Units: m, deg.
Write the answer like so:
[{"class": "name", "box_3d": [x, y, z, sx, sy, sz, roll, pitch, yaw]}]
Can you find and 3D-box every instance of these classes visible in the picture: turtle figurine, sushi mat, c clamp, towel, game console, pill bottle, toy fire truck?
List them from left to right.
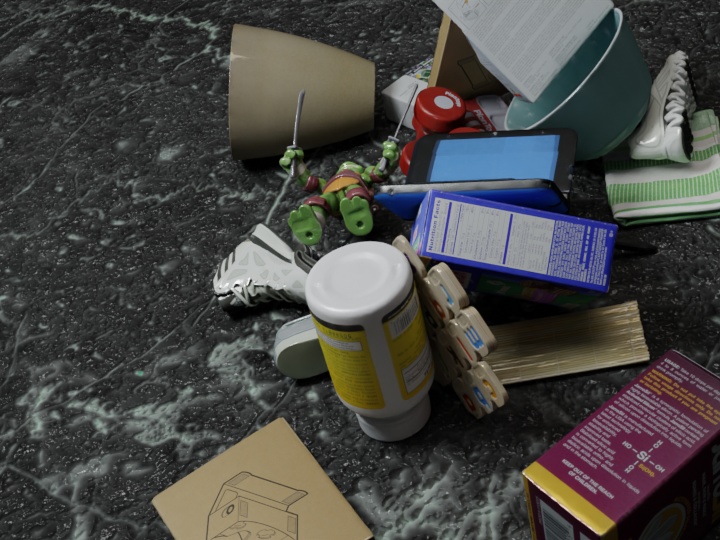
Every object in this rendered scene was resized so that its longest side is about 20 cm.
[{"class": "turtle figurine", "box_3d": [-0.029, -0.128, 1.504, 0.142, 0.202, 0.195, 18, 30, -4]}, {"class": "c clamp", "box_3d": [0.000, 0.000, 1.423, 0.198, 0.027, 0.170, 7, 18, -40]}, {"class": "pill bottle", "box_3d": [0.016, 0.079, 1.268, 0.110, 0.202, 0.112, -9, 39, 8]}, {"class": "game console", "box_3d": [0.131, -0.120, 1.365, 0.197, 0.170, 0.120, -1, 80, 19]}, {"class": "toy fire truck", "box_3d": [0.154, -0.150, 1.564, 0.166, 0.113, 0.201, -11, 49, -24]}, {"class": "sushi mat", "box_3d": [0.212, 0.081, 1.347, 0.197, 0.012, 0.096, -10, 40, 7]}, {"class": "towel", "box_3d": [0.378, -0.129, 1.529, 0.150, 0.024, 0.201, -7, 40, 12]}]

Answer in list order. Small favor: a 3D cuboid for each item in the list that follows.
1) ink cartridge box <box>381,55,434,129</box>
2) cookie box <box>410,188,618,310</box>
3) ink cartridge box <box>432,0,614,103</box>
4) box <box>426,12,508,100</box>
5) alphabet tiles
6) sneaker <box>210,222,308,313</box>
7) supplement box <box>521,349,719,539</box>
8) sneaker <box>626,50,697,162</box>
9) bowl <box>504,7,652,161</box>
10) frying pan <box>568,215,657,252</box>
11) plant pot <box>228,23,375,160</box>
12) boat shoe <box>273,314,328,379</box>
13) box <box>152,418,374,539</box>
[{"class": "ink cartridge box", "box_3d": [0.136, -0.230, 1.710, 0.109, 0.051, 0.199, -39, 44, -25]}, {"class": "cookie box", "box_3d": [0.154, -0.018, 1.312, 0.197, 0.171, 0.076, 11, 82, -1]}, {"class": "ink cartridge box", "box_3d": [0.187, -0.327, 1.491, 0.163, 0.200, 0.050, -50, 18, -1]}, {"class": "box", "box_3d": [0.164, -0.284, 1.587, 0.162, 0.201, 0.021, -22, 62, -20]}, {"class": "alphabet tiles", "box_3d": [0.084, 0.059, 1.260, 0.014, 0.200, 0.197, -30, 82, -17]}, {"class": "sneaker", "box_3d": [-0.107, 0.028, 1.490, 0.115, 0.076, 0.200, -41, 40, -11]}, {"class": "supplement box", "box_3d": [0.254, 0.191, 1.112, 0.199, 0.132, 0.103, -35, 44, -21]}, {"class": "sneaker", "box_3d": [0.381, -0.209, 1.558, 0.080, 0.076, 0.201, -8, 37, 27]}, {"class": "bowl", "box_3d": [0.283, -0.214, 1.531, 0.201, 0.105, 0.201, -44, 17, 17]}, {"class": "frying pan", "box_3d": [0.237, -0.029, 1.438, 0.115, 0.188, 0.031, -30, 44, 59]}, {"class": "plant pot", "box_3d": [-0.079, -0.246, 1.723, 0.197, 0.189, 0.189, 2, 40, 0]}, {"class": "boat shoe", "box_3d": [-0.005, 0.062, 1.399, 0.198, 0.071, 0.072, -15, 36, -1]}, {"class": "box", "box_3d": [-0.101, 0.252, 1.236, 0.162, 0.021, 0.200, -30, 42, -15]}]
